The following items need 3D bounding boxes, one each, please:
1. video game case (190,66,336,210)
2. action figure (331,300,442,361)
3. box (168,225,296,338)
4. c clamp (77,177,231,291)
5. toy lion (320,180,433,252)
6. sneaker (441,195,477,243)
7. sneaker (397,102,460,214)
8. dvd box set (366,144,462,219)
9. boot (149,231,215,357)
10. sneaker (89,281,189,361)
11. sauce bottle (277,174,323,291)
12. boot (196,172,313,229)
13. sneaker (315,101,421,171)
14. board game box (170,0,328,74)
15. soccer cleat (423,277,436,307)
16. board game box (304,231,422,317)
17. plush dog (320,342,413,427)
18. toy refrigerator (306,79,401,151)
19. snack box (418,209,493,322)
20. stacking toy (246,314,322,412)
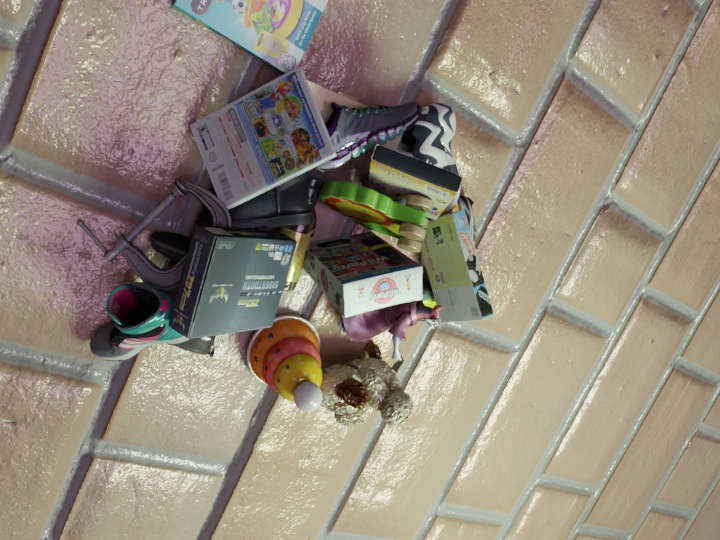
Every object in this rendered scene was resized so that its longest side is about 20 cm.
[{"bbox_3d":[-0.151,-0.199,0.889,0.197,0.018,0.145,-23,87,12],"label":"video game case"},{"bbox_3d":[0.065,0.078,1.097,0.134,0.197,0.151,-42,113,-55],"label":"action figure"},{"bbox_3d":[-0.193,0.017,0.911,0.199,0.051,0.160,1,111,-60],"label":"box"},{"bbox_3d":[-0.304,-0.064,0.887,0.199,0.027,0.172,-37,96,0],"label":"c clamp"},{"bbox_3d":[0.025,-0.100,1.008,0.189,0.200,0.070,17,83,5],"label":"toy lion"},{"bbox_3d":[0.199,-0.053,1.151,0.076,0.078,0.204,-12,104,-34],"label":"sneaker"},{"bbox_3d":[0.110,-0.193,1.051,0.128,0.079,0.203,-16,118,-28],"label":"sneaker"},{"bbox_3d":[0.082,-0.143,0.975,0.144,0.200,0.030,21,83,1],"label":"dvd box set"},{"bbox_3d":[-0.296,0.049,0.973,0.199,0.069,0.175,33,102,-24],"label":"boot"},{"bbox_3d":[-0.360,0.079,0.894,0.197,0.085,0.121,-16,146,13],"label":"sneaker"},{"bbox_3d":[-0.113,-0.065,1.014,0.064,0.065,0.203,13,105,-28],"label":"sauce bottle"},{"bbox_3d":[-0.174,-0.153,0.949,0.196,0.076,0.172,-5,93,2],"label":"boot"},{"bbox_3d":[0.004,-0.236,0.913,0.198,0.074,0.088,-30,114,-11],"label":"sneaker"},{"bbox_3d":[-0.158,-0.411,0.870,0.198,0.047,0.153,23,98,-31],"label":"board game box"},{"bbox_3d":[0.134,0.053,1.191,0.198,0.065,0.084,12,134,-33],"label":"soccer cleat"},{"bbox_3d":[0.000,0.000,1.014,0.145,0.200,0.065,-12,116,-21],"label":"board game box"},{"bbox_3d":[-0.016,0.223,1.122,0.170,0.198,0.164,5,76,-44],"label":"plush dog"},{"bbox_3d":[-0.028,-0.259,0.974,0.197,0.076,0.071,16,102,-29],"label":"toy refrigerator"},{"bbox_3d":[0.174,-0.004,1.099,0.037,0.116,0.203,-19,94,-33],"label":"snack box"},{"bbox_3d":[-0.112,0.180,1.030,0.144,0.200,0.149,-9,113,-22],"label":"stacking toy"}]
